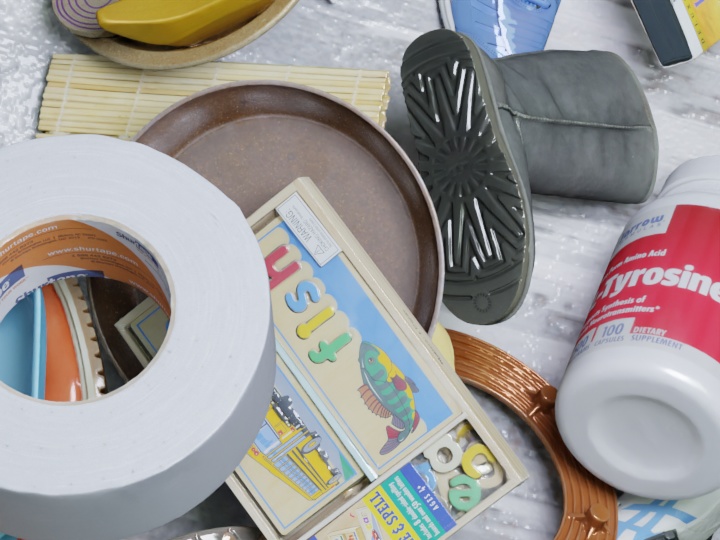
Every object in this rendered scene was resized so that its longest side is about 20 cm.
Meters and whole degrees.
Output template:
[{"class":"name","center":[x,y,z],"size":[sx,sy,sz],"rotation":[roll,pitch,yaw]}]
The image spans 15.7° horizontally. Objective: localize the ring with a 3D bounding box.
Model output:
[{"class":"ring","center":[0.060,0.108,1.471],"size":[0.200,0.019,0.201],"rotation":[16,47,-18]}]

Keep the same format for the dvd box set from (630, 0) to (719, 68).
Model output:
[{"class":"dvd box set","center":[0.219,-0.231,1.611],"size":[0.200,0.029,0.147],"rotation":[-36,106,-42]}]

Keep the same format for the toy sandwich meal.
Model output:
[{"class":"toy sandwich meal","center":[-0.095,-0.207,1.443],"size":[0.205,0.070,0.206],"rotation":[-8,67,20]}]

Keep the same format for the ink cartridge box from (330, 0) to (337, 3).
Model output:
[{"class":"ink cartridge box","center":[0.024,-0.265,1.530],"size":[0.068,0.116,0.200],"rotation":[10,69,24]}]

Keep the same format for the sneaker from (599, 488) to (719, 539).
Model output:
[{"class":"sneaker","center":[0.187,0.129,1.547],"size":[0.200,0.072,0.072],"rotation":[-37,59,-19]}]

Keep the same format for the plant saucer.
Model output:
[{"class":"plant saucer","center":[-0.050,-0.002,1.406],"size":[0.200,0.034,0.201],"rotation":[1,93,13]}]

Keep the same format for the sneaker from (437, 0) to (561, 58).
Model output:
[{"class":"sneaker","center":[0.098,-0.208,1.575],"size":[0.076,0.077,0.201],"rotation":[12,76,-21]}]

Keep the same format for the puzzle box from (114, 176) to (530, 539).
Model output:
[{"class":"puzzle box","center":[-0.022,0.068,1.373],"size":[0.133,0.025,0.200],"rotation":[-39,84,13]}]

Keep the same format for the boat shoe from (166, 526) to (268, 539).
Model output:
[{"class":"boat shoe","center":[-0.044,0.179,1.430],"size":[0.199,0.073,0.075],"rotation":[4,79,-27]}]

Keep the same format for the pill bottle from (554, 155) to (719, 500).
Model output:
[{"class":"pill bottle","center":[0.192,0.028,1.520],"size":[0.112,0.112,0.200],"rotation":[37,46,-11]}]

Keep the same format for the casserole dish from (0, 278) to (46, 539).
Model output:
[{"class":"casserole dish","center":[-0.218,0.073,1.363],"size":[0.121,0.039,0.201],"rotation":[-9,61,15]}]

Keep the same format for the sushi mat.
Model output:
[{"class":"sushi mat","center":[-0.084,-0.072,1.450],"size":[0.199,0.012,0.096],"rotation":[4,76,12]}]

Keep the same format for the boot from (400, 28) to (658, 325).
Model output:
[{"class":"boot","center":[0.106,-0.052,1.505],"size":[0.200,0.072,0.182],"rotation":[11,71,-59]}]

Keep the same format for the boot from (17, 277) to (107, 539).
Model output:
[{"class":"boot","center":[-0.185,0.095,1.394],"size":[0.107,0.075,0.201],"rotation":[-1,68,-4]}]

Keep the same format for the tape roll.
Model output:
[{"class":"tape roll","center":[-0.142,0.033,1.308],"size":[0.200,0.066,0.201],"rotation":[0,63,0]}]

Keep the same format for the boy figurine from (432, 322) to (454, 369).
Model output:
[{"class":"boy figurine","center":[0.000,0.000,1.462],"size":[0.124,0.064,0.200],"rotation":[-25,70,-26]}]
